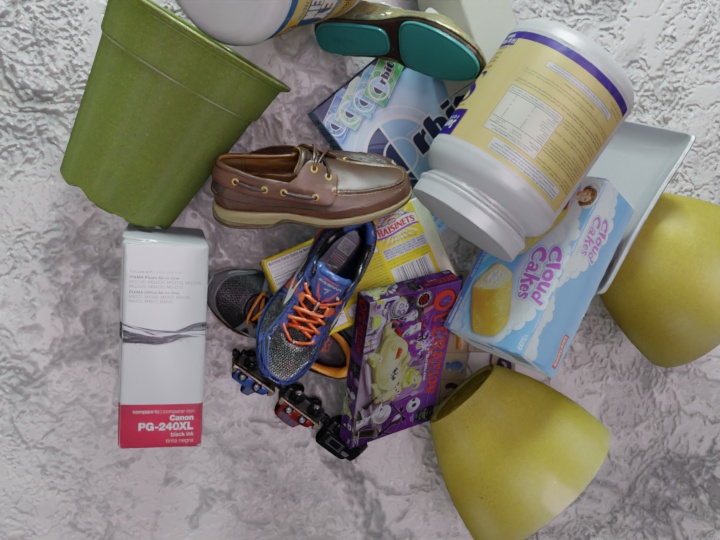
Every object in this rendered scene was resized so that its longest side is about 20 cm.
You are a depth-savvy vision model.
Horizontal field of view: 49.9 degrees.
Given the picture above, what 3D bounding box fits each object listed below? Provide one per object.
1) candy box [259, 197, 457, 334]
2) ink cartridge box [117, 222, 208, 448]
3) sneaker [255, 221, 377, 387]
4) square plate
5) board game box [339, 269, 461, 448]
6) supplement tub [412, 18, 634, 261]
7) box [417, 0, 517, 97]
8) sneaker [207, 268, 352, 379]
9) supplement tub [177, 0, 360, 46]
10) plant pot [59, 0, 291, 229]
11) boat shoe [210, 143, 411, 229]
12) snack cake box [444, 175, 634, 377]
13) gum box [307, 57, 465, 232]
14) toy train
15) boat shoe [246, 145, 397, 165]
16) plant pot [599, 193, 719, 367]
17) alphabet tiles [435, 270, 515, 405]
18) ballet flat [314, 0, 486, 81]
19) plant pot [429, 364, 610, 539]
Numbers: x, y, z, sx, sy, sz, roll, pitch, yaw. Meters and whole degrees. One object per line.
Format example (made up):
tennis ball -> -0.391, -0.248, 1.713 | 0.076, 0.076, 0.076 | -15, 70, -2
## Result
candy box -> 0.000, 0.000, 0.841 | 0.199, 0.026, 0.103 | -23, 87, -16
ink cartridge box -> -0.201, 0.059, 0.789 | 0.082, 0.145, 0.202 | 2, 99, -15
sneaker -> -0.044, 0.021, 0.773 | 0.075, 0.078, 0.201 | 28, 77, -9
square plate -> 0.250, -0.086, 0.885 | 0.028, 0.199, 0.199 | 33, 87, -42
board game box -> 0.042, 0.100, 0.858 | 0.119, 0.032, 0.202 | -16, 128, -32
supplement tub -> 0.157, -0.125, 0.765 | 0.145, 0.145, 0.201 | 36, 89, -15
box -> 0.112, -0.301, 0.854 | 0.082, 0.068, 0.202 | -17, 89, -35
sneaker -> -0.081, 0.059, 0.863 | 0.199, 0.077, 0.079 | 29, 90, -14
supplement tub -> -0.071, -0.305, 0.734 | 0.200, 0.144, 0.146 | -38, 106, -45
plant pot -> -0.202, -0.152, 0.768 | 0.199, 0.200, 0.191 | 30, 100, -15
boat shoe -> -0.048, -0.085, 0.751 | 0.198, 0.072, 0.068 | -3, 126, -2
snack cake box -> 0.188, -0.002, 0.817 | 0.067, 0.115, 0.201 | 33, 80, -38
gum box -> 0.065, -0.154, 0.896 | 0.170, 0.045, 0.200 | -41, 104, -7
toy train -> -0.075, 0.158, 0.898 | 0.200, 0.034, 0.046 | 40, 97, -15
boat shoe -> -0.054, -0.098, 0.833 | 0.198, 0.070, 0.071 | -3, 108, 5
plant pot -> 0.350, -0.010, 0.907 | 0.141, 0.200, 0.201 | 34, 86, -6
alphabet tiles -> 0.102, 0.084, 0.948 | 0.198, 0.008, 0.169 | 2, 95, -15
ballet flat -> 0.047, -0.254, 0.824 | 0.198, 0.071, 0.071 | 16, 92, 21
plant pot -> 0.162, 0.195, 0.891 | 0.200, 0.200, 0.142 | -42, 90, -7
